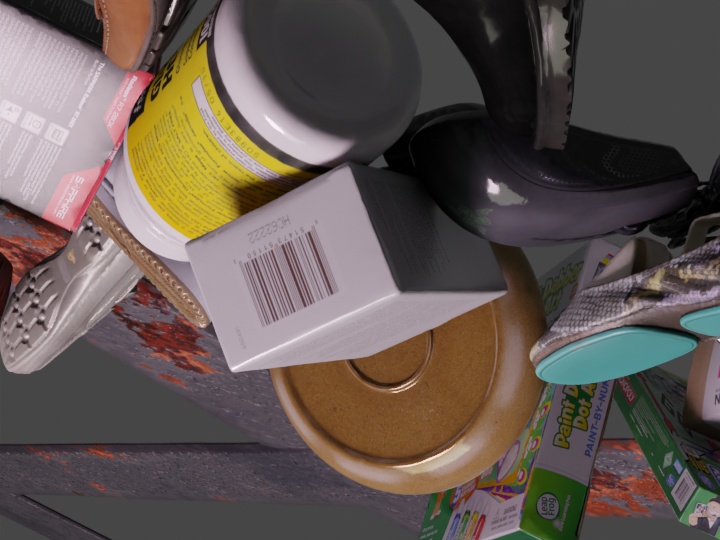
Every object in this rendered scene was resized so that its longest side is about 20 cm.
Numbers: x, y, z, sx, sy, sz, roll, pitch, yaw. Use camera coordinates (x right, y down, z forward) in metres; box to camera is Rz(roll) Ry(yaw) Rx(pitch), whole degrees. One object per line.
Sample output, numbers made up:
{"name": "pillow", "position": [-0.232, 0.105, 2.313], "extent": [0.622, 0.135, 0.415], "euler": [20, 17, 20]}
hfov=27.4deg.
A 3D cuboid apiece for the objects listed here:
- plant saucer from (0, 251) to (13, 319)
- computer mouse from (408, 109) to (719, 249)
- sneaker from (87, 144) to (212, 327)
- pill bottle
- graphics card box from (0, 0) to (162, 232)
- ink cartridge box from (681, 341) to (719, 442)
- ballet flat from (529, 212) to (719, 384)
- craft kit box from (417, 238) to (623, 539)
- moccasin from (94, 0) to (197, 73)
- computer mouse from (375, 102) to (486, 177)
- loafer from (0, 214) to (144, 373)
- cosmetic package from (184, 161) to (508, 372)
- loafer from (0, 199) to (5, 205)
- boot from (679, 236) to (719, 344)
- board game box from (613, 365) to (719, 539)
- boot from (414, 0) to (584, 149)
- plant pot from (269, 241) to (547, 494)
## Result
{"name": "plant saucer", "position": [-0.319, -0.039, 1.055], "extent": [0.200, 0.037, 0.200], "euler": [48, 178, -13]}
{"name": "computer mouse", "position": [0.122, -0.039, 0.784], "extent": [0.198, 0.053, 0.139], "euler": [7, 163, -12]}
{"name": "sneaker", "position": [-0.128, -0.066, 0.973], "extent": [0.200, 0.108, 0.070], "euler": [46, 165, 15]}
{"name": "pill bottle", "position": [-0.061, -0.077, 0.799], "extent": [0.112, 0.113, 0.200], "euler": [27, 149, -19]}
{"name": "graphics card box", "position": [-0.230, -0.120, 0.861], "extent": [0.199, 0.051, 0.126], "euler": [24, 121, -17]}
{"name": "ink cartridge box", "position": [0.325, 0.078, 0.924], "extent": [0.163, 0.076, 0.200], "euler": [23, 158, -14]}
{"name": "ballet flat", "position": [0.167, 0.010, 0.773], "extent": [0.072, 0.073, 0.200], "euler": [30, 150, -26]}
{"name": "craft kit box", "position": [0.108, 0.101, 0.982], "extent": [0.048, 0.199, 0.200], "euler": [25, 156, -9]}
{"name": "moccasin", "position": [-0.115, -0.166, 0.717], "extent": [0.077, 0.074, 0.202], "euler": [27, 160, 4]}
{"name": "computer mouse", "position": [0.011, -0.070, 0.870], "extent": [0.198, 0.034, 0.058], "euler": [-5, 163, 35]}
{"name": "loafer", "position": [-0.195, 0.008, 1.081], "extent": [0.069, 0.070, 0.200], "euler": [15, 131, -44]}
{"name": "cosmetic package", "position": [0.000, 0.000, 0.799], "extent": [0.101, 0.072, 0.200], "euler": [-25, 170, 18]}
{"name": "loafer", "position": [-0.290, -0.096, 1.016], "extent": [0.068, 0.075, 0.200], "euler": [52, 177, 19]}
{"name": "boot", "position": [0.249, 0.042, 0.765], "extent": [0.199, 0.075, 0.097], "euler": [34, -171, 16]}
{"name": "board game box", "position": [0.250, 0.132, 1.003], "extent": [0.134, 0.029, 0.200], "euler": [24, -162, -14]}
{"name": "boot", "position": [0.019, -0.139, 0.657], "extent": [0.156, 0.080, 0.212], "euler": [4, 143, 16]}
{"name": "plant pot", "position": [0.021, 0.043, 0.931], "extent": [0.198, 0.202, 0.027], "euler": [7, -175, 26]}
